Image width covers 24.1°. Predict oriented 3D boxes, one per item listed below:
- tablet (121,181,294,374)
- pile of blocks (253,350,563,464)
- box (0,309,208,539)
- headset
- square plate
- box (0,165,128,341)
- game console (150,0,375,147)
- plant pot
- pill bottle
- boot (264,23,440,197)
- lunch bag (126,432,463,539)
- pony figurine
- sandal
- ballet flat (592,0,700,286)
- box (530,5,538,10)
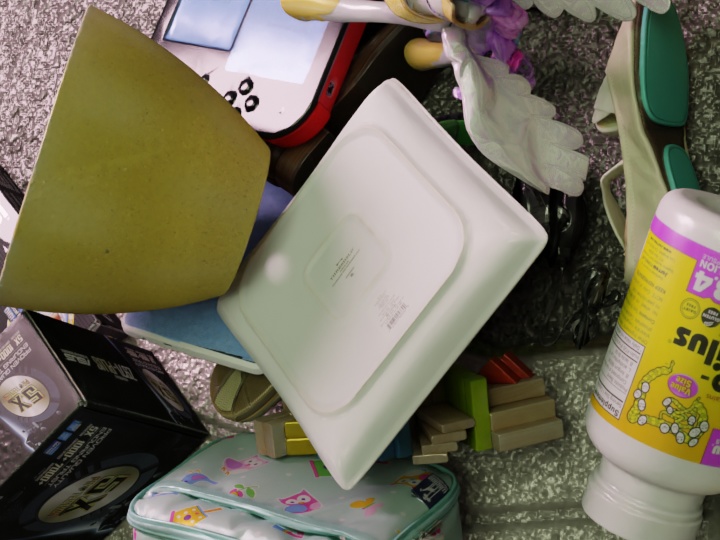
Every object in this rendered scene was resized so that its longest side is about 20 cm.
[{"bbox_3d":[-0.074,-0.027,1.181,0.129,0.014,0.201,14,64,30],"label":"tablet"},{"bbox_3d":[0.027,0.082,1.070,0.198,0.082,0.063,-6,101,5],"label":"pile of blocks"},{"bbox_3d":[-0.233,0.139,1.168,0.200,0.164,0.086,-44,64,9],"label":"box"},{"bbox_3d":[0.095,-0.034,1.072,0.123,0.094,0.201,-17,54,-20],"label":"headset"},{"bbox_3d":[0.000,0.000,1.053,0.201,0.028,0.198,-52,44,12],"label":"square plate"},{"bbox_3d":[-0.290,0.033,1.286,0.160,0.044,0.200,-46,64,9],"label":"box"},{"bbox_3d":[-0.067,-0.190,1.177,0.176,0.031,0.202,16,79,33],"label":"game console"},{"bbox_3d":[-0.140,-0.053,1.097,0.141,0.200,0.202,18,85,-9],"label":"plant pot"},{"bbox_3d":[0.197,0.061,1.003,0.104,0.104,0.202,25,107,28],"label":"pill bottle"},{"bbox_3d":[-0.051,-0.161,1.215,0.186,0.064,0.200,-46,51,-10],"label":"boot"},{"bbox_3d":[-0.039,0.168,1.065,0.198,0.160,0.078,8,109,30],"label":"lunch bag"},{"bbox_3d":[0.070,-0.152,1.044,0.200,0.192,0.168,21,92,59],"label":"pony figurine"},{"bbox_3d":[-0.014,0.038,1.148,0.200,0.054,0.081,-39,41,7],"label":"sandal"},{"bbox_3d":[0.180,-0.082,1.085,0.069,0.069,0.202,-12,73,22],"label":"ballet flat"},{"bbox_3d":[0.107,-0.287,1.161,0.099,0.075,0.202,10,80,27],"label":"box"}]
